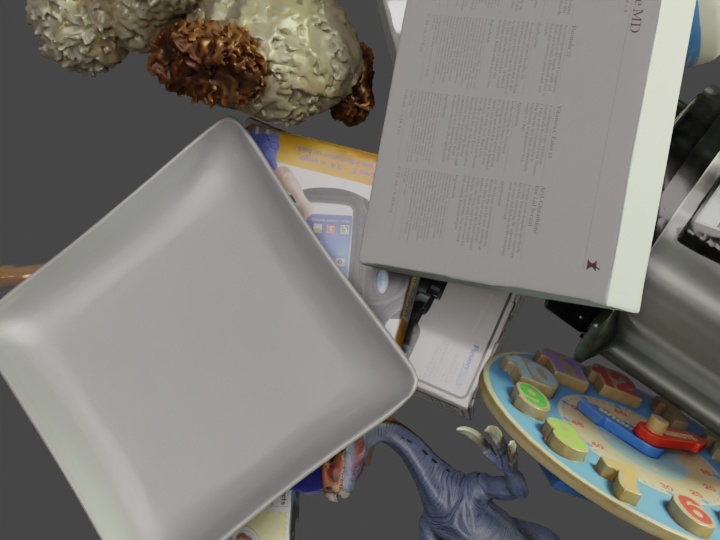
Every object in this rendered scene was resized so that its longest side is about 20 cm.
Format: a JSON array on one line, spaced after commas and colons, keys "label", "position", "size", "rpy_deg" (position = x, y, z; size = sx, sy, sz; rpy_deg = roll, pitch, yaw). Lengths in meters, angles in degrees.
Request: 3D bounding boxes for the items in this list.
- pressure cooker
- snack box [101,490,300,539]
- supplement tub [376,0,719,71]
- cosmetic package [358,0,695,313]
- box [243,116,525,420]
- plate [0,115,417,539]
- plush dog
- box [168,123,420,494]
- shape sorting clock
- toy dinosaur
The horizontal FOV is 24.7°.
[{"label": "pressure cooker", "position": [0.205, -0.005, 0.939], "size": [0.200, 0.176, 0.179], "rpy_deg": [35, 106, 12]}, {"label": "snack box", "position": [-0.098, 0.177, 0.993], "size": [0.116, 0.037, 0.201], "rpy_deg": [2, 78, 6]}, {"label": "supplement tub", "position": [0.113, -0.167, 1.005], "size": [0.199, 0.132, 0.132], "rpy_deg": [-15, 77, 0]}, {"label": "cosmetic package", "position": [0.091, -0.088, 0.881], "size": [0.150, 0.052, 0.201], "rpy_deg": [10, 89, 34]}, {"label": "box", "position": [0.000, 0.000, 1.013], "size": [0.200, 0.060, 0.117], "rpy_deg": [22, 80, 9]}, {"label": "plate", "position": [-0.092, 0.048, 0.925], "size": [0.199, 0.032, 0.200], "rpy_deg": [-38, 70, 7]}, {"label": "plush dog", "position": [-0.066, -0.152, 0.956], "size": [0.172, 0.200, 0.161], "rpy_deg": [51, 123, 29]}, {"label": "box", "position": [-0.033, 0.025, 0.959], "size": [0.119, 0.041, 0.201], "rpy_deg": [14, 82, 8]}, {"label": "shape sorting clock", "position": [0.157, 0.099, 0.914], "size": [0.200, 0.200, 0.039], "rpy_deg": [27, 103, 10]}, {"label": "toy dinosaur", "position": [0.057, 0.157, 0.918], "size": [0.105, 0.200, 0.182], "rpy_deg": [-40, 66, -7]}]
